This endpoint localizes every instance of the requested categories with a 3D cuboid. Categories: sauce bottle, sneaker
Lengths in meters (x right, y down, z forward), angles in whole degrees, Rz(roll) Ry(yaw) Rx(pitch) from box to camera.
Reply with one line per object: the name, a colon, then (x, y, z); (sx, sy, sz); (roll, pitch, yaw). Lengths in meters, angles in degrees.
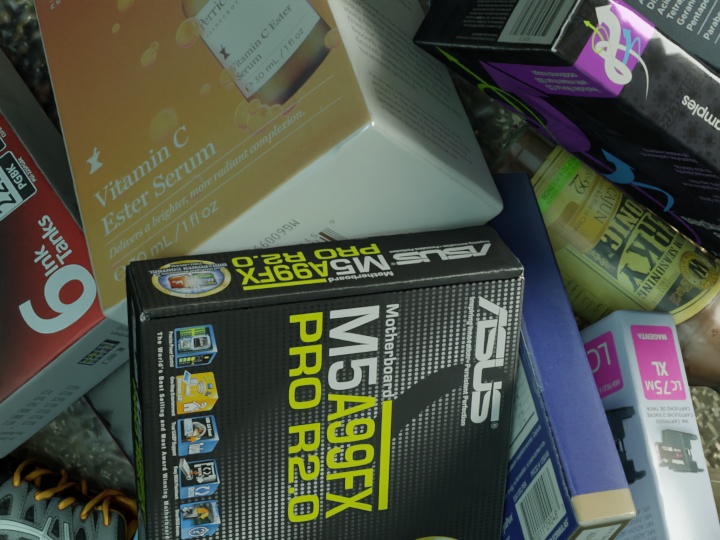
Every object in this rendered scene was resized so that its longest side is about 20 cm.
sauce bottle: (0.142, 0.010, 0.743); (0.199, 0.065, 0.065); (37, 108, 3)
sneaker: (-0.163, 0.147, 0.848); (0.200, 0.078, 0.077); (43, 102, -5)

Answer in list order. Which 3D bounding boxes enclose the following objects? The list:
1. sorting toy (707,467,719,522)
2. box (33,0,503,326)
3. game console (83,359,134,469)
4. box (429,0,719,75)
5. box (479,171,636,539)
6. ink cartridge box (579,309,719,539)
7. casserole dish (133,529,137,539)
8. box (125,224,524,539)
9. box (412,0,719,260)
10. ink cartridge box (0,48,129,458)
sorting toy: (0.179, 0.208, 0.769); (0.198, 0.070, 0.201); (8, 103, 13)
box: (-0.049, -0.082, 0.696); (0.152, 0.106, 0.201); (-35, 55, 22)
game console: (-0.075, 0.034, 0.825); (0.176, 0.031, 0.201); (-35, 92, 12)
box: (0.135, -0.133, 0.658); (0.199, 0.148, 0.108); (29, 88, 7)
box: (0.066, 0.043, 0.697); (0.032, 0.121, 0.201); (-7, 62, -16)
ink cartridge box: (0.115, 0.132, 0.701); (0.119, 0.042, 0.202); (-37, 58, 53)
casserole dish: (-0.082, 0.165, 0.769); (0.039, 0.121, 0.202); (22, 85, -29)
box: (-0.017, 0.085, 0.654); (0.159, 0.044, 0.202); (-5, 119, -14)
box: (0.130, -0.054, 0.641); (0.199, 0.143, 0.036); (30, 88, -21)
ink cartridge box: (-0.224, -0.006, 0.785); (0.175, 0.084, 0.201); (-39, 77, 7)
